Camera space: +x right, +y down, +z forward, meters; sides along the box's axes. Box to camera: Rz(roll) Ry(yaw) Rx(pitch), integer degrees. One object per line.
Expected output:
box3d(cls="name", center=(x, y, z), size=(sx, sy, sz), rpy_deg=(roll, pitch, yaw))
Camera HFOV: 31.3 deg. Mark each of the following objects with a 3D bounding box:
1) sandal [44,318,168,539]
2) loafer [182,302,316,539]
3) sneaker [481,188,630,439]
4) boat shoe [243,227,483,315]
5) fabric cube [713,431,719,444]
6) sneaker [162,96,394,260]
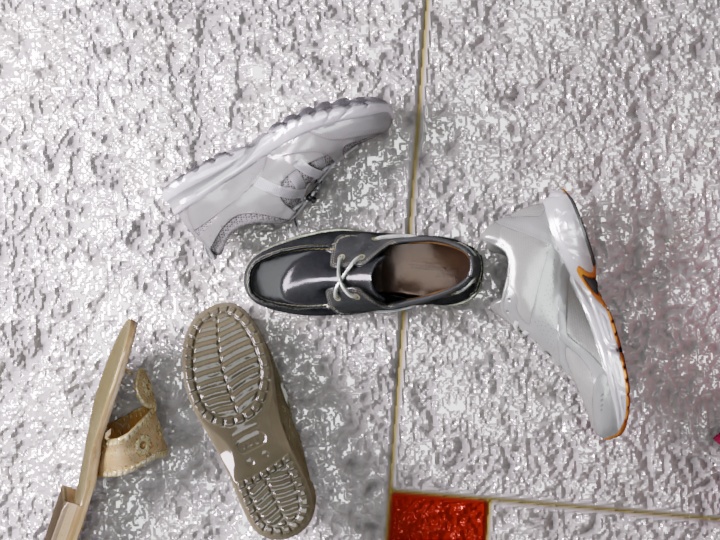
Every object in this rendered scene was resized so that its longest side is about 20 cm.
box3d(cls="sandal", center=(-0.194, 0.147, 1.052), size=(0.069, 0.078, 0.213), rpy_deg=(20, 95, -17))
box3d(cls="loafer", center=(-0.090, 0.124, 1.042), size=(0.075, 0.067, 0.201), rpy_deg=(-18, 72, -1))
box3d(cls="sneaker", center=(0.156, 0.042, 1.033), size=(0.091, 0.076, 0.202), rpy_deg=(-18, 80, 10))
box3d(cls="boat shoe", center=(0.000, 0.000, 1.039), size=(0.198, 0.068, 0.073), rpy_deg=(-2, 90, 6))
box3d(cls="fabric cube", center=(0.415, 0.118, 0.947), size=(0.196, 0.200, 0.200), rpy_deg=(40, 91, 2))
box3d(cls="sneaker", center=(-0.058, -0.079, 1.051), size=(0.199, 0.075, 0.082), rpy_deg=(-26, 101, 8))
